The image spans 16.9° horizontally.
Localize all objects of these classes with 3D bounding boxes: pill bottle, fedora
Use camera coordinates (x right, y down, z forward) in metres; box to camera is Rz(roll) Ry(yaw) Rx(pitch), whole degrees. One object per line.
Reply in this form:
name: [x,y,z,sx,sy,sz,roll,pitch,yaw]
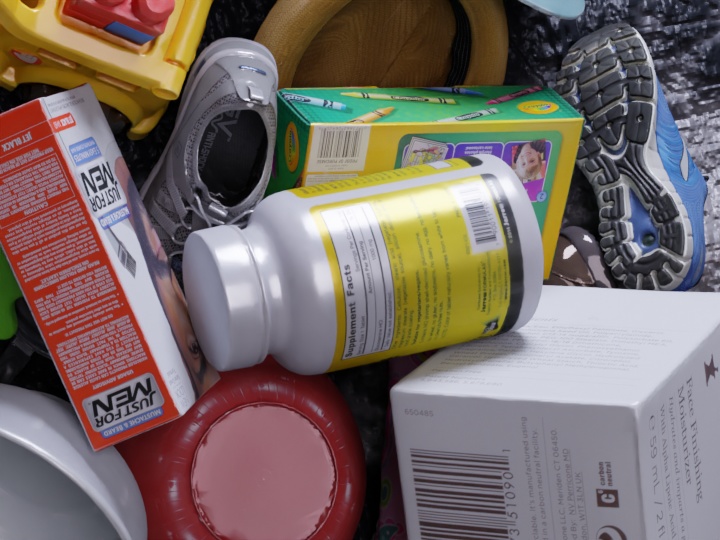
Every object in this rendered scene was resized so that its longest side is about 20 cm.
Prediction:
pill bottle: [0.000,0.000,1.461,0.200,0.112,0.113,-11,89,-20]
fedora: [-0.001,-0.139,1.577,0.200,0.082,0.201,-13,123,-21]

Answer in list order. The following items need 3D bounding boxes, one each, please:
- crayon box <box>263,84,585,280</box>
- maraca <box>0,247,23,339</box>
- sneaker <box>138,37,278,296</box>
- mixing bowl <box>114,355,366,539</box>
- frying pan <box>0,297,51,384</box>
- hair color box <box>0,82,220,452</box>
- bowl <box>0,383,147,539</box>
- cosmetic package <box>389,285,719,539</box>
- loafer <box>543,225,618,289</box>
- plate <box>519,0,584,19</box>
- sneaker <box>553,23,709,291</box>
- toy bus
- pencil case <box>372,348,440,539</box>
crayon box: [0.037,-0.053,1.556,0.200,0.058,0.119,-3,119,-26]
maraca: [-0.274,-0.041,1.482,0.137,0.107,0.200,-16,107,21]
sneaker: [-0.099,-0.041,1.495,0.075,0.082,0.200,8,114,-12]
mixing bowl: [-0.076,0.131,1.535,0.200,0.108,0.201,2,85,-18]
frying pan: [-0.189,0.038,1.544,0.115,0.031,0.190,18,87,-16]
hair color box: [-0.159,-0.005,1.432,0.064,0.111,0.200,-22,96,11]
bowl: [-0.207,0.136,1.468,0.201,0.201,0.090,40,43,-12]
cosmetic package: [0.140,0.118,1.502,0.200,0.165,0.165,-36,123,-56]
loafer: [0.155,0.073,1.642,0.071,0.073,0.200,-21,83,-14]
plate: [0.075,-0.239,1.579,0.200,0.200,0.026,35,113,-13]
sneaker: [0.190,-0.073,1.664,0.078,0.089,0.200,-18,72,22]
toy bus: [-0.183,-0.175,1.480,0.200,0.192,0.136,21,81,-14]
pencil case: [0.048,0.110,1.592,0.087,0.087,0.201,5,85,-18]
